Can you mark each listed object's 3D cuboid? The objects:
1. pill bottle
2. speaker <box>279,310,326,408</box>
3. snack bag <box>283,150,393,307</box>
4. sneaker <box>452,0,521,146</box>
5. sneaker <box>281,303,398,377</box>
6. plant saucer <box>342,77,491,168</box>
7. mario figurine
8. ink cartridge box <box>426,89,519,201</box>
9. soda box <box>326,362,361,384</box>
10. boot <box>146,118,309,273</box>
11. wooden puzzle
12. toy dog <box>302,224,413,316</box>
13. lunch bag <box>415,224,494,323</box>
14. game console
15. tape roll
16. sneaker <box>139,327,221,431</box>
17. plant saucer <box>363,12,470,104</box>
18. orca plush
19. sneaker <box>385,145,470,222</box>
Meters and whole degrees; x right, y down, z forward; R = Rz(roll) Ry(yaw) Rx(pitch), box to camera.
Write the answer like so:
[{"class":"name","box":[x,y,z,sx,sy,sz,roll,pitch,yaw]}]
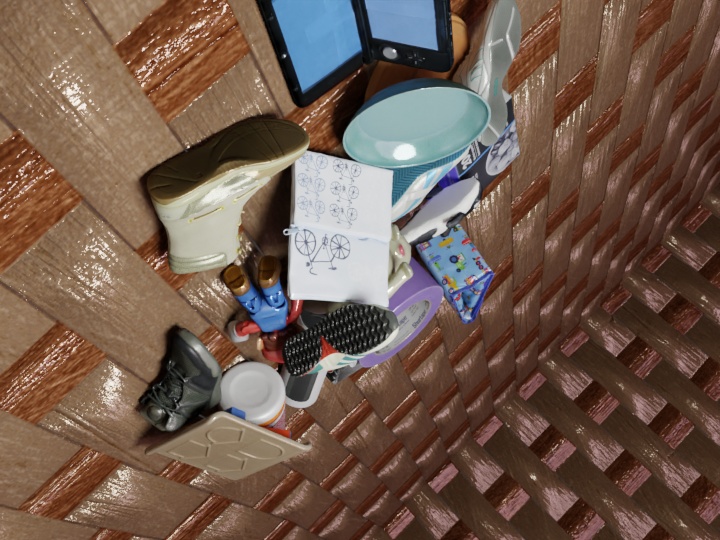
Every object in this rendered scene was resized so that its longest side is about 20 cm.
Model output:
[{"class":"pill bottle","box":[-0.183,0.252,1.307,0.113,0.113,0.201,-33,151,-27]},{"class":"speaker","box":[-0.089,0.148,1.345,0.081,0.081,0.201,-24,147,-40]},{"class":"snack bag","box":[-0.024,-0.051,1.042,0.187,0.021,0.202,8,83,-43]},{"class":"sneaker","box":[0.166,-0.280,1.064,0.070,0.080,0.202,-11,118,-41]},{"class":"sneaker","box":[-0.016,0.094,1.086,0.199,0.071,0.093,-27,168,33]},{"class":"plant saucer","box":[0.072,-0.199,1.017,0.198,0.036,0.200,-9,160,-3]},{"class":"mario figurine","box":[-0.137,0.052,1.133,0.106,0.122,0.201,-61,153,-32]},{"class":"ink cartridge box","box":[0.192,-0.193,1.341,0.200,0.043,0.198,-44,155,-3]},{"class":"soda box","box":[0.007,0.139,1.506,0.199,0.063,0.071,-28,150,-36]},{"class":"boot","box":[-0.150,-0.086,0.917,0.199,0.072,0.155,-30,150,-23]},{"class":"wooden puzzle","box":[-0.205,0.266,1.200,0.184,0.047,0.199,-29,139,35]},{"class":"toy dog","box":[0.000,0.000,1.199,0.199,0.140,0.193,-28,176,-45]},{"class":"lunch bag","box":[0.172,0.011,1.470,0.093,0.151,0.200,-28,155,-8]},{"class":"game console","box":[0.004,-0.266,0.855,0.200,0.171,0.120,70,39,-63]},{"class":"tape roll","box":[0.049,0.073,1.373,0.199,0.085,0.201,-35,156,-18]},{"class":"sneaker","box":[-0.260,0.167,1.103,0.114,0.076,0.200,-40,160,-29]},{"class":"plant saucer","box":[0.088,-0.263,1.079,0.200,0.037,0.201,-36,153,-22]},{"class":"orca plush","box":[0.134,-0.070,1.306,0.200,0.105,0.071,-48,131,-10]},{"class":"sneaker","box":[0.091,-0.155,1.209,0.199,0.077,0.081,-39,162,-2]}]
